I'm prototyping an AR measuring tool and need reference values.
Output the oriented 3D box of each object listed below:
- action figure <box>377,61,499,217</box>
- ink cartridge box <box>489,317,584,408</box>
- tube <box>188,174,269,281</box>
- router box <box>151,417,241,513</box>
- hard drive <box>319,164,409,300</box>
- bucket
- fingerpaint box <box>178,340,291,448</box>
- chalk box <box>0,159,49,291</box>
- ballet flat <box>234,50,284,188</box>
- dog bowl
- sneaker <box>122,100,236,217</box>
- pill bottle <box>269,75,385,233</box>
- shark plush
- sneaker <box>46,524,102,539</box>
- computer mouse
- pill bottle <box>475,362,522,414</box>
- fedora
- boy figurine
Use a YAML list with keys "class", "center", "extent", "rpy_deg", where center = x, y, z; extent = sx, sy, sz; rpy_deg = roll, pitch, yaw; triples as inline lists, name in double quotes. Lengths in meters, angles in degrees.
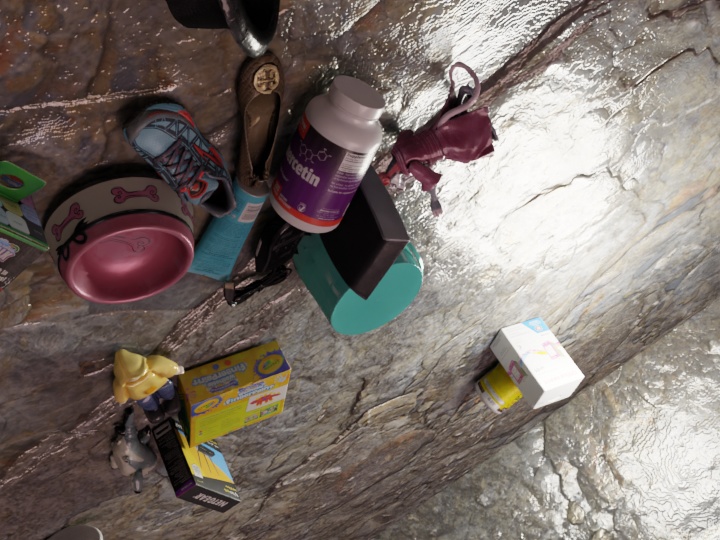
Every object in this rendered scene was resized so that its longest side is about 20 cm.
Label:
- class: "action figure"
  center: [0.109, -0.182, 1.192]
  extent: [0.198, 0.135, 0.150]
  rpy_deg: [-31, 149, -8]
- class: "ink cartridge box"
  center: [0.447, 0.232, 2.041]
  extent: [0.143, 0.201, 0.085]
  rpy_deg: [-13, 146, -30]
- class: "tube"
  center: [-0.195, -0.055, 1.177]
  extent: [0.076, 0.051, 0.201]
  rpy_deg: [18, 130, -23]
- class: "router box"
  center: [-0.323, 0.390, 1.598]
  extent: [0.051, 0.150, 0.200]
  rpy_deg: [-32, 151, 3]
- class: "hard drive"
  center: [-0.009, -0.073, 1.176]
  extent: [0.042, 0.201, 0.135]
  rpy_deg: [9, 131, -37]
- class: "bucket"
  center: [0.000, 0.000, 1.350]
  extent: [0.205, 0.136, 0.208]
  rpy_deg: [-24, 149, -15]
- class: "fingerpaint box"
  center: [-0.241, 0.233, 1.522]
  extent: [0.198, 0.074, 0.168]
  rpy_deg: [-18, 148, -25]
- class: "chalk box"
  center: [-0.436, -0.054, 0.878]
  extent: [0.199, 0.125, 0.125]
  rpy_deg: [-39, 149, 9]
- class: "ballet flat"
  center: [-0.130, -0.186, 1.040]
  extent: [0.067, 0.047, 0.202]
  rpy_deg: [-11, 139, -28]
- class: "dog bowl"
  center: [-0.307, -0.032, 1.054]
  extent: [0.197, 0.075, 0.201]
  rpy_deg: [-18, 151, -10]
- class: "sneaker"
  center: [-0.211, -0.132, 1.000]
  extent: [0.079, 0.096, 0.200]
  rpy_deg: [-37, 150, 8]
- class: "pill bottle"
  center: [-0.042, -0.158, 1.098]
  extent: [0.111, 0.113, 0.201]
  rpy_deg: [-3, 134, -40]
- class: "shark plush"
  center: [-0.431, 0.323, 1.522]
  extent: [0.083, 0.090, 0.202]
  rpy_deg: [-35, 135, -35]
- class: "sneaker"
  center: [-0.623, 0.604, 1.711]
  extent: [0.197, 0.074, 0.116]
  rpy_deg: [-22, 151, 1]
- class: "computer mouse"
  center: [-0.158, -0.023, 1.254]
  extent: [0.139, 0.046, 0.201]
  rpy_deg: [-30, 162, -29]
- class: "pill bottle"
  center: [0.416, 0.290, 2.187]
  extent: [0.200, 0.110, 0.109]
  rpy_deg: [-43, 148, 17]
- class: "fedora"
  center: [-0.142, -0.304, 0.769]
  extent: [0.090, 0.203, 0.201]
  rpy_deg: [-3, 152, 12]
- class: "boy figurine"
  center: [-0.359, 0.188, 1.358]
  extent: [0.123, 0.065, 0.201]
  rpy_deg: [-24, 152, -10]
